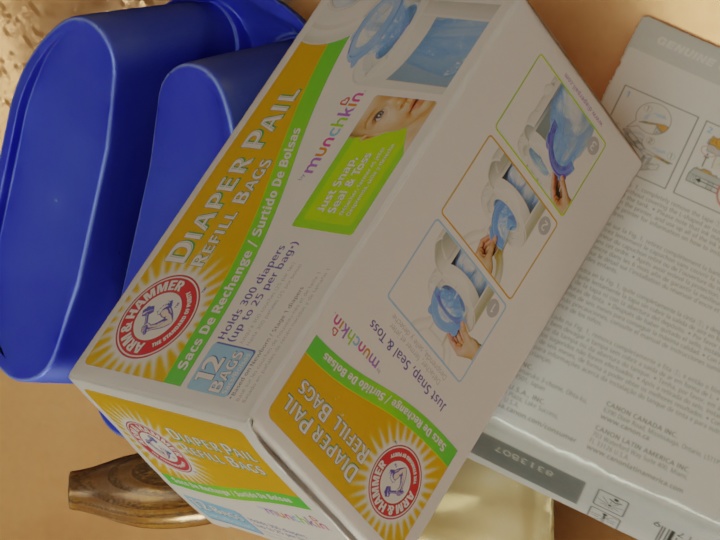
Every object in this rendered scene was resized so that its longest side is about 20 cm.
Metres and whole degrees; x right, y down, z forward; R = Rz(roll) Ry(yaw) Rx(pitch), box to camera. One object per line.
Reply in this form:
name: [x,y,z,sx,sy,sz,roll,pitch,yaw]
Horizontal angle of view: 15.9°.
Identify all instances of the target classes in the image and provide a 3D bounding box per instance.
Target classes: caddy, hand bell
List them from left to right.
caddy: [-0.077,-0.022,1.097,0.141,0.105,0.202,25,108,33]
hand bell: [-0.023,0.090,1.076,0.198,0.104,0.105,0,102,-2]

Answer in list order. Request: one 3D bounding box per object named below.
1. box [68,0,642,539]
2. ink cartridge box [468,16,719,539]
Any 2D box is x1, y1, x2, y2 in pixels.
box: [0.000,0.000,0.984,0.112,0.201,0.101,8,148,46]
ink cartridge box: [0.144,0.015,1.041,0.162,0.201,0.057,25,150,7]
